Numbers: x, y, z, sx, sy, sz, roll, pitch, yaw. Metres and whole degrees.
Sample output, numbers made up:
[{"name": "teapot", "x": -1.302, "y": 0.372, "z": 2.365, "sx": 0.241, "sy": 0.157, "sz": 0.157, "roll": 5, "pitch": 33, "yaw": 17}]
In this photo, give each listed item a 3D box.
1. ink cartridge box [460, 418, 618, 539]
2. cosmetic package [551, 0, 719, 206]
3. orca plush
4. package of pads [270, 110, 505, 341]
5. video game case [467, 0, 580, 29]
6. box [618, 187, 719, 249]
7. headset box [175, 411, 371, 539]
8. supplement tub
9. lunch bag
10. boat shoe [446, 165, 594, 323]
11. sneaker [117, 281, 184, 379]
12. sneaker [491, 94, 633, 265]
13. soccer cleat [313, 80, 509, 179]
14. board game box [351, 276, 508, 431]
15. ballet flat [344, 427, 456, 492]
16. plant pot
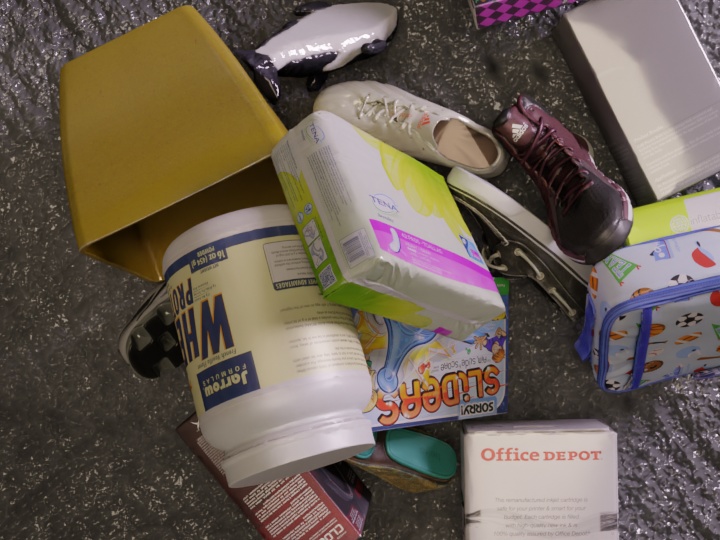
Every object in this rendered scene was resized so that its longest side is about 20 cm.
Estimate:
[{"name": "ink cartridge box", "x": 0.170, "y": 0.246, "z": 0.971, "sx": 0.145, "sy": 0.084, "sz": 0.202, "roll": -1, "pitch": 91, "yaw": 3}, {"name": "cosmetic package", "x": 0.274, "y": -0.172, "z": 0.957, "sx": 0.106, "sy": 0.090, "sz": 0.201, "roll": -25, "pitch": 87, "yaw": 3}, {"name": "orca plush", "x": -0.035, "y": -0.193, "z": 0.948, "sx": 0.105, "sy": 0.200, "sz": 0.071, "roll": 21, "pitch": 129, "yaw": 16}, {"name": "package of pads", "x": 0.025, "y": -0.035, "z": 0.833, "sx": 0.068, "sy": 0.200, "sz": 0.155, "roll": -36, "pitch": 59, "yaw": 24}, {"name": "video game case", "x": 0.181, "y": -0.326, "z": 0.941, "sx": 0.199, "sy": 0.036, "sz": 0.182, "roll": -15, "pitch": 60, "yaw": 3}, {"name": "box", "x": 0.331, "y": -0.051, "z": 0.936, "sx": 0.199, "sy": 0.122, "sz": 0.048, "roll": -13, "pitch": 87, "yaw": 4}, {"name": "headset box", "x": -0.069, "y": 0.191, "z": 0.952, "sx": 0.075, "sy": 0.149, "sz": 0.200, "roll": -39, "pitch": 88, "yaw": 5}, {"name": "supplement tub", "x": -0.073, "y": 0.063, "z": 0.824, "sx": 0.144, "sy": 0.145, "sz": 0.201, "roll": -18, "pitch": 75, "yaw": 4}, {"name": "lunch bag", "x": 0.276, "y": 0.044, "z": 0.912, "sx": 0.159, "sy": 0.200, "sz": 0.076, "roll": -15, "pitch": 59, "yaw": 2}, {"name": "boat shoe", "x": 0.151, "y": -0.021, "z": 0.953, "sx": 0.200, "sy": 0.071, "sz": 0.064, "roll": 37, "pitch": 96, "yaw": -17}, {"name": "sneaker", "x": -0.158, "y": 0.020, "z": 0.994, "sx": 0.200, "sy": 0.088, "sz": 0.074, "roll": -35, "pitch": 116, "yaw": -19}, {"name": "sneaker", "x": 0.165, "y": -0.090, "z": 0.900, "sx": 0.115, "sy": 0.200, "sz": 0.076, "roll": 37, "pitch": 111, "yaw": -24}, {"name": "soccer cleat", "x": 0.049, "y": -0.139, "z": 0.972, "sx": 0.199, "sy": 0.078, "sz": 0.070, "roll": 18, "pitch": 92, "yaw": 3}, {"name": "board game box", "x": 0.057, "y": 0.074, "z": 0.939, "sx": 0.199, "sy": 0.034, "sz": 0.136, "roll": -2, "pitch": 92, "yaw": -38}, {"name": "ballet flat", "x": 0.004, "y": 0.162, "z": 0.957, "sx": 0.199, "sy": 0.071, "sz": 0.071, "roll": 30, "pitch": 93, "yaw": -28}, {"name": "plant pot", "x": -0.167, "y": -0.121, "z": 0.938, "sx": 0.199, "sy": 0.200, "sz": 0.177, "roll": -25, "pitch": 78, "yaw": 4}]
